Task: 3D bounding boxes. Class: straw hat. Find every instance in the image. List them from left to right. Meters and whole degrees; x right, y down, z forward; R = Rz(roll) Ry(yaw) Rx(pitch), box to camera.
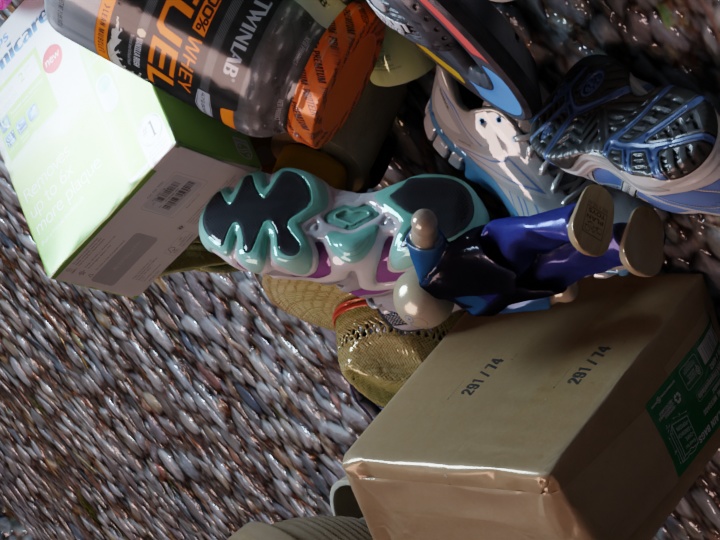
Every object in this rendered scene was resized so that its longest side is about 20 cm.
[{"bbox_3d":[0.029,0.049,1.804,0.201,0.199,0.086,108,164,-66],"label":"straw hat"}]

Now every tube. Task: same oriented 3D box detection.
[{"bbox_3d":[-0.004,-0.216,1.658,0.058,0.052,0.201,-13,117,22],"label":"tube"}]

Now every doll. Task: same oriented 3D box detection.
[{"bbox_3d":[0.086,-0.005,1.552,0.136,0.049,0.199,21,155,-31],"label":"doll"}]

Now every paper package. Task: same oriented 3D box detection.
[{"bbox_3d":[0.122,0.101,1.643,0.190,0.200,0.104,0,128,44],"label":"paper package"}]

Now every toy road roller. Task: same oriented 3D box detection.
[{"bbox_3d":[-0.057,-0.091,1.799,0.145,0.123,0.200,24,154,4],"label":"toy road roller"}]

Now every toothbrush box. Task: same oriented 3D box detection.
[{"bbox_3d":[-0.171,-0.106,1.769,0.086,0.146,0.201,16,-140,-45],"label":"toothbrush box"}]

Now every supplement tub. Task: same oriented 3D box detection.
[{"bbox_3d":[-0.091,-0.165,1.643,0.199,0.123,0.123,28,154,12],"label":"supplement tub"}]

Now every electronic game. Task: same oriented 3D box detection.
[{"bbox_3d":[0.030,-0.160,1.513,0.200,0.042,0.200,43,178,2],"label":"electronic game"}]

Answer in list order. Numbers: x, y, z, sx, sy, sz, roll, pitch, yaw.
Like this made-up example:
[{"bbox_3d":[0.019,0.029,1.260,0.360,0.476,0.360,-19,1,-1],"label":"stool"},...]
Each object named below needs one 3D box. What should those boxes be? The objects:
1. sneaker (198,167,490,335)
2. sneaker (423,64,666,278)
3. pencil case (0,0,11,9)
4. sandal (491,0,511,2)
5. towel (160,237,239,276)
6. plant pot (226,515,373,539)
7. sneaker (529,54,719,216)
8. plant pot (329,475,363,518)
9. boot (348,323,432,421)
[{"bbox_3d":[0.000,0.000,1.698,0.198,0.078,0.140,4,150,22],"label":"sneaker"},{"bbox_3d":[0.109,-0.074,1.606,0.200,0.075,0.087,40,158,27],"label":"sneaker"},{"bbox_3d":[-0.212,-0.272,1.794,0.088,0.200,0.089,39,163,15],"label":"pencil case"},{"bbox_3d":[0.037,-0.237,1.517,0.203,0.082,0.050,53,-157,11],"label":"sandal"},{"bbox_3d":[-0.124,-0.095,1.889,0.036,0.148,0.202,-20,77,44],"label":"towel"},{"bbox_3d":[0.001,0.236,1.756,0.201,0.093,0.201,44,159,22],"label":"plant pot"},{"bbox_3d":[0.164,-0.070,1.497,0.077,0.076,0.200,35,-179,-28],"label":"sneaker"},{"bbox_3d":[0.112,0.161,1.813,0.187,0.200,0.188,42,157,22],"label":"plant pot"},{"bbox_3d":[0.018,0.043,1.972,0.201,0.090,0.073,58,159,-16],"label":"boot"}]
